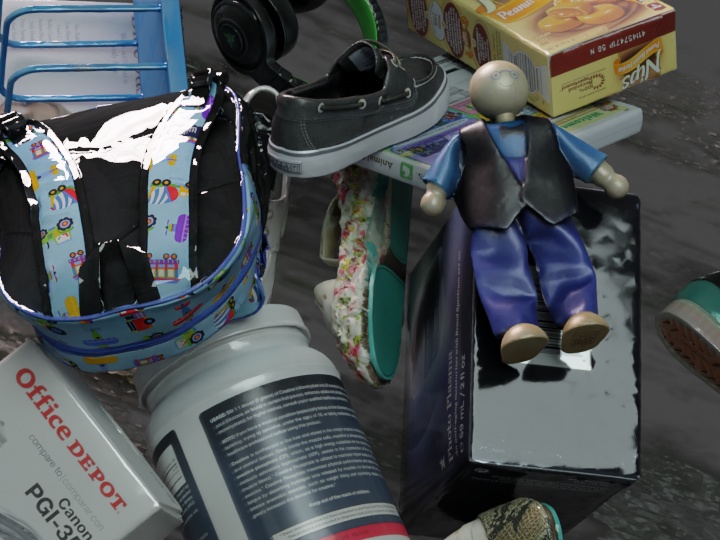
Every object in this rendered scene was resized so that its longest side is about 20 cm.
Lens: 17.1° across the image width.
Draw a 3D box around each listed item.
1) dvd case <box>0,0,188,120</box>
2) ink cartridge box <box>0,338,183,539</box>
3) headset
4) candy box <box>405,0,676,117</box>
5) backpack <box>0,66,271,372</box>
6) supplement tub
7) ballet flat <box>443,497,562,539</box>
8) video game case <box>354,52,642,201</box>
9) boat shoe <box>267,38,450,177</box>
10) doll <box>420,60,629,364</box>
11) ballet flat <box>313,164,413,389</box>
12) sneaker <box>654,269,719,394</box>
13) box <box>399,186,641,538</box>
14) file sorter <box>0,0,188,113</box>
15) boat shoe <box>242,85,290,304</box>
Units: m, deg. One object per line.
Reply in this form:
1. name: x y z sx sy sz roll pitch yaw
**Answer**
1. dvd case: -0.225 -0.135 1.762 0.199 0.018 0.143 1 63 -15
2. ink cartridge box: -0.236 0.161 1.531 0.200 0.083 0.147 -39 77 -3
3. headset: -0.074 -0.201 1.821 0.200 0.094 0.124 39 55 -11
4. candy box: 0.133 -0.190 1.807 0.115 0.055 0.200 -21 35 -24
5. backpack: -0.143 -0.014 1.532 0.182 0.135 0.200 -12 41 2
6. supplement tub: -0.060 0.139 1.597 0.140 0.140 0.201 -16 69 -22
7. ballet flat: 0.078 0.194 1.577 0.075 0.200 0.068 -6 77 -9
8. video game case: 0.074 -0.107 1.741 0.182 0.022 0.200 22 31 37
9. boat shoe: 0.000 -0.126 1.671 0.070 0.067 0.200 18 30 32
10. doll: 0.108 -0.043 1.541 0.136 0.049 0.201 -10 67 -6
11. ballet flat: 0.000 0.000 1.735 0.064 0.076 0.201 -9 54 24
12. sneaker: 0.315 0.076 1.771 0.200 0.071 0.080 44 65 10
13. box: 0.104 0.068 1.634 0.123 0.198 0.201 7 69 -10
14. file sorter: -0.193 -0.151 1.692 0.122 0.139 0.201 -2 65 -12
15. boat shoe: -0.084 -0.041 1.725 0.072 0.066 0.201 17 60 -6
